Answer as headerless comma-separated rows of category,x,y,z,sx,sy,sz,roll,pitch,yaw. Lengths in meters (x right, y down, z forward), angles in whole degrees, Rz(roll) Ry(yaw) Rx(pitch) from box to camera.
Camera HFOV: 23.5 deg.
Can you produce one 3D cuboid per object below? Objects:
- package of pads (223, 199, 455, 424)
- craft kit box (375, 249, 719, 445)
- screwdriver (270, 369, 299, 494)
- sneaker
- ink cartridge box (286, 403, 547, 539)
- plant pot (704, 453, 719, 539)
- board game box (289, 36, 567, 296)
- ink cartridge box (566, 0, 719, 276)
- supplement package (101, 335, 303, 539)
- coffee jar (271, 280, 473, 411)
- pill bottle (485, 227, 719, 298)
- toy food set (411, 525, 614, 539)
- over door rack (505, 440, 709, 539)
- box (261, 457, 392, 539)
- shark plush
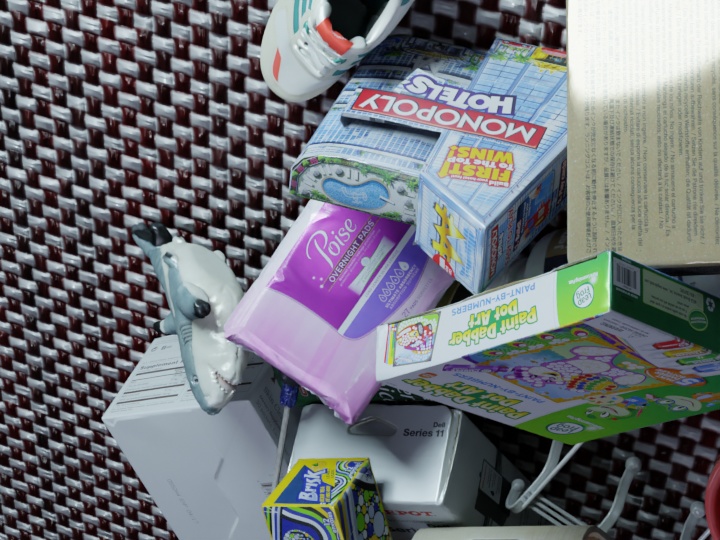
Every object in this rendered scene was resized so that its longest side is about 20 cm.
package of pads,0.000,0.000,1.266,0.120,0.076,0.200,34,93,-3
craft kit box,0.148,0.056,1.126,0.200,0.049,0.197,20,154,-38
screwdriver,-0.060,0.120,1.361,0.028,0.029,0.200,20,117,17
sneaker,-0.021,-0.171,1.188,0.070,0.093,0.200,41,133,-9
ink cartridge box,0.048,0.185,1.409,0.147,0.083,0.200,-2,151,29
plant pot,0.350,0.120,1.189,0.200,0.177,0.201,13,132,15
board game box,0.062,-0.078,1.151,0.200,0.200,0.062,14,133,15
ink cartridge box,0.214,-0.098,1.072,0.165,0.075,0.200,-2,84,28
supplement package,-0.093,0.157,1.486,0.156,0.111,0.200,-9,123,31
coffee jar,0.030,0.057,1.360,0.200,0.085,0.104,-1,126,27
pill bottle,0.186,0.016,1.230,0.200,0.111,0.111,-13,120,34
toy food set,0.143,0.250,1.336,0.143,0.060,0.200,-7,149,31
over door rack,0.231,0.152,1.354,0.148,0.067,0.200,33,121,-12
box,-0.009,0.244,1.318,0.064,0.070,0.200,-3,115,28
shark plush,-0.146,0.022,1.365,0.200,0.091,0.083,43,117,33
